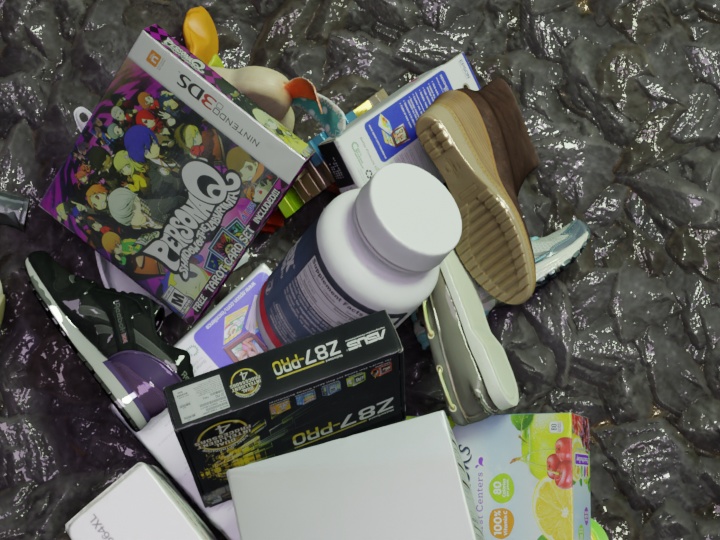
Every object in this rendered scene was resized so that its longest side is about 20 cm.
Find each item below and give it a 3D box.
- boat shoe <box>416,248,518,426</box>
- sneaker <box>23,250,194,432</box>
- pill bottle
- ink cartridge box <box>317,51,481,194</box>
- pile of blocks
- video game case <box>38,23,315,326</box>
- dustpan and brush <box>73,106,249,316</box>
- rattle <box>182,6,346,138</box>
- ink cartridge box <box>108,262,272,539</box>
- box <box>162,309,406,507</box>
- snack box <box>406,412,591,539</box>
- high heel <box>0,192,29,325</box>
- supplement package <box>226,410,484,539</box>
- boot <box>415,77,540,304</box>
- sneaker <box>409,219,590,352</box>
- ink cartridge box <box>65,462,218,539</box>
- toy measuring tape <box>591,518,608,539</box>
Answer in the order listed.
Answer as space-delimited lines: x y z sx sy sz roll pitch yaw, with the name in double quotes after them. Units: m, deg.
0.079 0.039 1.191 0.060 0.072 0.204 -28 67 21 "boat shoe"
-0.226 0.048 1.207 0.087 0.076 0.200 -37 70 -13 "sneaker"
0.000 0.000 1.155 0.118 0.200 0.121 18 50 -23 "pill bottle"
0.051 -0.123 1.258 0.199 0.037 0.096 -37 107 -35 "ink cartridge box"
-0.037 -0.093 1.256 0.199 0.082 0.063 -37 96 -9 "pile of blocks"
-0.165 -0.081 1.170 0.181 0.036 0.201 38 114 0 "video game case"
-0.210 -0.063 1.244 0.139 0.057 0.201 -33 85 -10 "dustpan and brush"
-0.087 -0.186 1.218 0.130 0.198 0.144 44 52 -27 "rattle"
-0.096 0.134 1.232 0.198 0.043 0.200 -42 85 -11 "ink cartridge box"
-0.059 0.121 1.136 0.197 0.162 0.050 -19 60 -9 "box"
0.121 0.232 1.193 0.166 0.067 0.204 -3 79 25 "snack box"
-0.392 0.006 1.204 0.140 0.072 0.203 13 64 -10 "high heel"
0.012 0.248 1.098 0.188 0.147 0.203 -15 72 4 "supplement package"
0.137 -0.081 1.233 0.072 0.166 0.202 -25 91 36 "boot"
0.127 -0.007 1.263 0.198 0.078 0.087 -30 81 -10 "sneaker"
-0.166 0.245 1.128 0.084 0.200 0.147 -39 87 -10 "ink cartridge box"
0.196 0.299 1.219 0.072 0.074 0.204 1 79 -6 "toy measuring tape"
